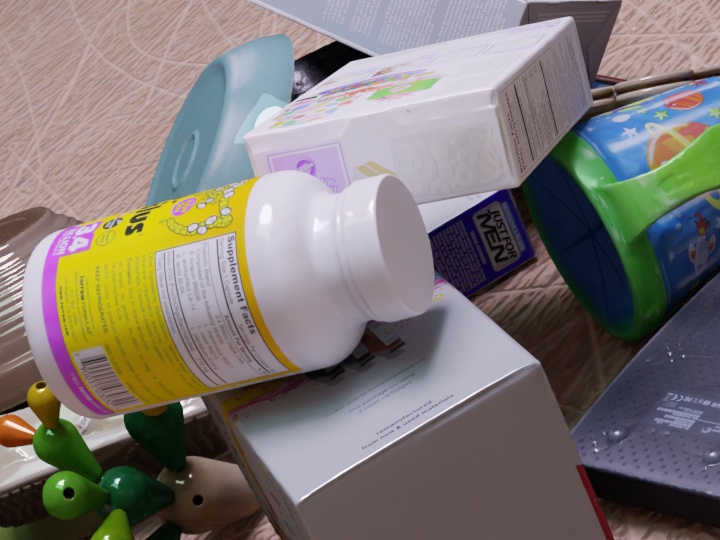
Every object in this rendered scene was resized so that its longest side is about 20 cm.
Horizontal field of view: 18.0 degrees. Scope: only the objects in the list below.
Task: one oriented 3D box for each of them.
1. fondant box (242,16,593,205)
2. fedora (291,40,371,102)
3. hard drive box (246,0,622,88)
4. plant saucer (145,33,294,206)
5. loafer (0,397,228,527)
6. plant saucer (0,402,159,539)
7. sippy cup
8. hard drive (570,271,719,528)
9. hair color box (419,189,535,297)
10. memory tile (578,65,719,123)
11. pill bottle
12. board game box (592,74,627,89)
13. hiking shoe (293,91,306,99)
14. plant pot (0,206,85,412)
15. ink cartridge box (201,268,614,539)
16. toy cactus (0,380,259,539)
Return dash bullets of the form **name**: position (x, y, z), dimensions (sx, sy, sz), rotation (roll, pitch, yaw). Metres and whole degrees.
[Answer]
- **fondant box**: position (0.038, -0.085, 1.276), dimensions (0.144, 0.058, 0.200), rotation (-10, 12, 20)
- **fedora**: position (-0.026, -0.105, 1.586), dimensions (0.200, 0.092, 0.201), rotation (-31, 5, 3)
- **hard drive box**: position (0.051, -0.182, 1.532), dimensions (0.200, 0.077, 0.156), rotation (27, 18, 25)
- **plant saucer**: position (-0.101, -0.066, 1.485), dimensions (0.200, 0.036, 0.200), rotation (-57, 21, 37)
- **loafer**: position (-0.147, 0.090, 1.384), dimensions (0.200, 0.076, 0.068), rotation (-20, 64, -8)
- **plant saucer**: position (-0.182, 0.104, 1.485), dimensions (0.200, 0.031, 0.200), rotation (-19, 29, 11)
- **sippy cup**: position (0.182, -0.046, 1.347), dimensions (0.130, 0.140, 0.178), rotation (-28, 32, -12)
- **hard drive**: position (0.212, 0.063, 1.238), dimensions (0.135, 0.042, 0.200), rotation (10, 43, 45)
- **hair color box**: position (0.000, 0.000, 1.484), dimensions (0.200, 0.065, 0.109), rotation (-30, 29, -12)
- **memory tile**: position (0.148, -0.105, 1.471), dimensions (0.200, 0.017, 0.153), rotation (-10, 1, 35)
- **pill bottle**: position (-0.067, 0.009, 1.176), dimensions (0.200, 0.104, 0.104), rotation (-14, 31, 22)
- **board game box**: position (0.154, -0.097, 1.572), dimensions (0.103, 0.019, 0.200), rotation (-40, 33, -24)
- **hiking shoe**: position (-0.022, -0.028, 1.380), dimensions (0.076, 0.101, 0.200), rotation (-23, 32, 3)
- **plant pot**: position (-0.238, 0.020, 1.557), dimensions (0.201, 0.093, 0.201), rotation (-26, 14, 7)
- **ink cartridge box**: position (0.018, 0.099, 1.220), dimensions (0.144, 0.145, 0.200), rotation (-30, 28, -8)
- **toy cactus**: position (-0.127, 0.133, 1.299), dimensions (0.102, 0.200, 0.165), rotation (-9, -8, 37)
